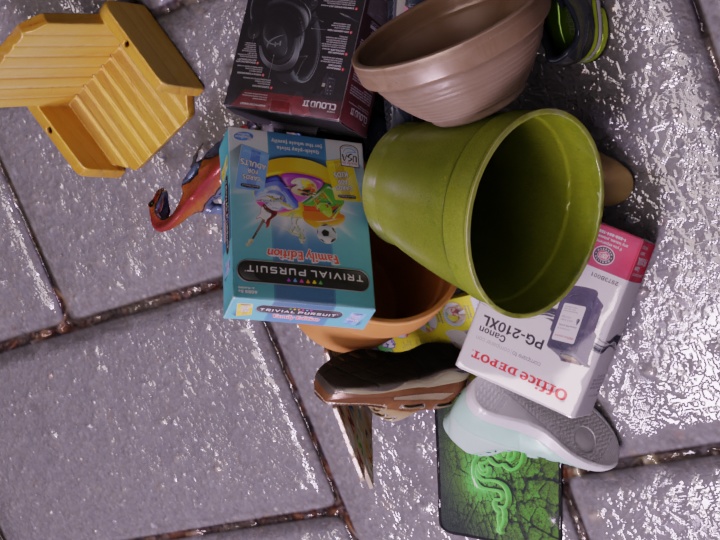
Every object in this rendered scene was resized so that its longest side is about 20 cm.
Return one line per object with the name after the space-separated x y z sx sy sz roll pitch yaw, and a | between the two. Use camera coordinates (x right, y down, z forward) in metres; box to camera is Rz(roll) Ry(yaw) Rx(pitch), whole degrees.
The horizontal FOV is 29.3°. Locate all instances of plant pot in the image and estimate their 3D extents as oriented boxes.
0.099 -0.202 1.327 0.199 0.201 0.094 -11 116 33 | plant pot
0.107 -0.073 1.378 0.192 0.199 0.203 17 120 45 | plant pot
0.000 0.000 1.533 0.200 0.200 0.140 43 147 7 | plant pot

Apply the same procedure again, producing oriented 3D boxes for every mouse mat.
0.166 0.244 1.655 0.159 0.008 0.203 6 114 22 | mouse mat

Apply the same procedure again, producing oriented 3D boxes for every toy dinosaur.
-0.190 -0.113 1.643 0.181 0.200 0.106 -36 74 5 | toy dinosaur

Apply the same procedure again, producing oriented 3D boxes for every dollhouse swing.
-0.337 -0.205 1.666 0.199 0.176 0.183 -37 90 35 | dollhouse swing

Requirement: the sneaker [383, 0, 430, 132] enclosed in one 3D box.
0.067 -0.229 1.444 0.081 0.070 0.203 3 104 -7 | sneaker

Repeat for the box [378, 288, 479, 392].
0.111 0.082 1.605 0.198 0.048 0.119 -13 104 31 | box

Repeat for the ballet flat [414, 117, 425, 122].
0.064 -0.207 1.511 0.066 0.046 0.203 -9 107 -1 | ballet flat

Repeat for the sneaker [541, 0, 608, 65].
0.197 -0.298 1.370 0.073 0.081 0.203 -9 106 32 | sneaker

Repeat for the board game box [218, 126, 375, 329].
-0.067 -0.045 1.421 0.047 0.149 0.203 123 147 -56 | board game box

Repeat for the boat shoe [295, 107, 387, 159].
-0.046 -0.182 1.557 0.198 0.068 0.085 20 111 33 | boat shoe

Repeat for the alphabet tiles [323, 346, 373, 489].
-0.013 0.151 1.609 0.007 0.201 0.169 -17 114 7 | alphabet tiles

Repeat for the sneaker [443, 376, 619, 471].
0.193 0.186 1.581 0.198 0.075 0.118 24 149 -10 | sneaker

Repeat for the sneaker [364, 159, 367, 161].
-0.037 -0.075 1.623 0.199 0.076 0.079 -34 121 30 | sneaker

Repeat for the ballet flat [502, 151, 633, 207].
0.190 -0.104 1.468 0.198 0.063 0.070 17 119 23 | ballet flat

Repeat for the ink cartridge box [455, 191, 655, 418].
0.207 0.038 1.463 0.143 0.084 0.203 22 96 20 | ink cartridge box

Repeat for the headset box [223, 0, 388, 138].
-0.054 -0.237 1.493 0.147 0.077 0.203 9 85 26 | headset box

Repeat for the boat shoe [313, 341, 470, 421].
0.039 0.133 1.525 0.076 0.198 0.075 44 128 48 | boat shoe
